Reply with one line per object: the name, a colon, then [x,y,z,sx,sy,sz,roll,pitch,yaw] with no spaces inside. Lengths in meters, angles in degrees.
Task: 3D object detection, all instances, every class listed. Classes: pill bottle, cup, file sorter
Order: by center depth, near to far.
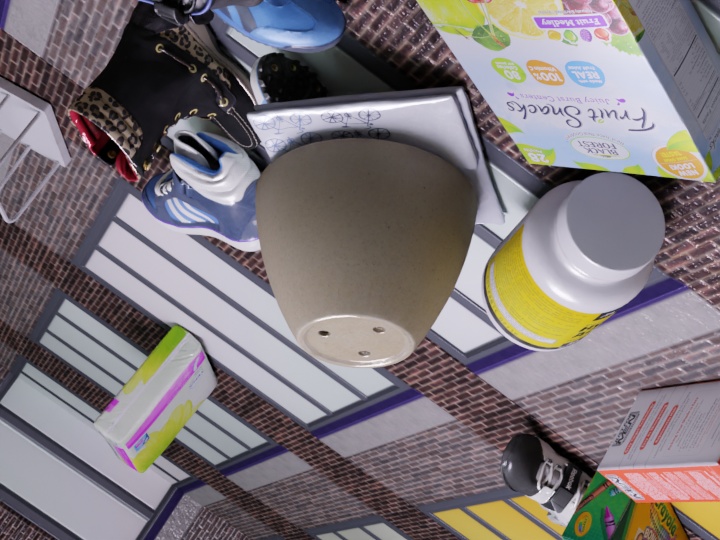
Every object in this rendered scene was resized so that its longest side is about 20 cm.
pill bottle: [0.176,-0.009,1.236,0.111,0.111,0.200,33,160,1]
cup: [0.000,0.000,1.304,0.199,0.144,0.200,4,151,2]
file sorter: [-0.481,-0.167,1.830,0.200,0.125,0.139,28,159,12]

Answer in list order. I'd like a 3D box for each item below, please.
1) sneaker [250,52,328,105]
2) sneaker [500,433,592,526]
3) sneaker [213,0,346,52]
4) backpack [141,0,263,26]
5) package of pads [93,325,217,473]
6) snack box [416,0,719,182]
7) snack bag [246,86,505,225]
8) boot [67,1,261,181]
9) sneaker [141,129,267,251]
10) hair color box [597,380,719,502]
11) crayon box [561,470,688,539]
sneaker: [-0.046,-0.118,1.372,0.072,0.072,0.200,-2,141,40]
sneaker: [0.244,0.256,1.791,0.088,0.074,0.200,12,160,44]
sneaker: [-0.098,-0.244,1.181,0.200,0.066,0.078,33,156,1]
backpack: [-0.121,-0.286,0.976,0.183,0.147,0.201,24,117,19]
package of pads: [-0.307,0.200,2.282,0.068,0.200,0.155,33,161,19]
snack box: [0.149,-0.152,1.021,0.168,0.068,0.200,10,151,46]
snack bag: [0.018,-0.088,1.311,0.188,0.021,0.200,-4,147,15]
boot: [-0.176,-0.146,1.390,0.073,0.151,0.200,16,153,38]
sneaker: [-0.179,-0.106,1.604,0.200,0.081,0.147,21,148,37]
hair color box: [0.320,0.163,1.424,0.061,0.102,0.200,38,160,-14]
crayon box: [0.312,0.314,1.744,0.058,0.119,0.200,17,154,37]
